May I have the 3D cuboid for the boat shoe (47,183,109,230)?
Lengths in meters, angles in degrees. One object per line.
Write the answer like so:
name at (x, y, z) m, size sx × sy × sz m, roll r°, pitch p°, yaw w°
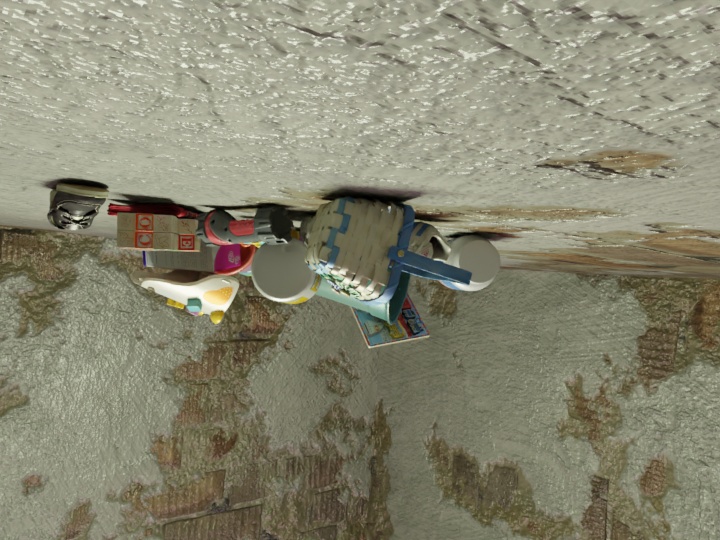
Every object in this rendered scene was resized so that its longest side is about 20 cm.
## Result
boat shoe at (-0.432, -0.093, 0.846) m, size 0.071 × 0.066 × 0.199 m, roll 7°, pitch 177°, yaw -39°

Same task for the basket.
basket at (0.032, -0.021, 0.751) m, size 0.198 × 0.141 × 0.176 m, roll 13°, pitch 178°, yaw -13°

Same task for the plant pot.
plant pot at (0.000, 0.000, 1.236) m, size 0.194 × 0.202 × 0.200 m, roll 12°, pitch -179°, yaw 14°

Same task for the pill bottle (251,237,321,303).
pill bottle at (-0.129, 0.004, 1.029) m, size 0.112 × 0.114 × 0.200 m, roll 4°, pitch 176°, yaw 1°

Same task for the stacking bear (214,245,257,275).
stacking bear at (-0.266, -0.036, 1.383) m, size 0.113 × 0.123 × 0.200 m, roll -2°, pitch 171°, yaw 16°

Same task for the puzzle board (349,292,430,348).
puzzle board at (0.056, 0.088, 1.292) m, size 0.149 × 0.018 × 0.201 m, roll -7°, pitch -136°, yaw -20°

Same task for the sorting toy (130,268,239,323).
sorting toy at (-0.388, 0.035, 1.188) m, size 0.179 × 0.108 × 0.199 m, roll 18°, pitch 176°, yaw -36°

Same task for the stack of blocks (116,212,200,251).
stack of blocks at (-0.354, -0.065, 1.001) m, size 0.114 × 0.059 × 0.200 m, roll 1°, pitch -179°, yaw -10°

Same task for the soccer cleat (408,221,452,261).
soccer cleat at (0.062, -0.044, 0.869) m, size 0.199 × 0.070 × 0.086 m, roll -4°, pitch -146°, yaw -38°

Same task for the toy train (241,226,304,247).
toy train at (-0.193, -0.080, 1.074) m, size 0.199 × 0.056 × 0.150 m, roll 0°, pitch 175°, yaw 38°

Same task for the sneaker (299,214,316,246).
sneaker at (-0.067, -0.061, 0.923) m, size 0.084 × 0.073 × 0.200 m, roll 24°, pitch 170°, yaw 3°

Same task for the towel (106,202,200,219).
towel at (-0.374, -0.108, 1.077) m, size 0.143 × 0.023 × 0.200 m, roll 2°, pitch -179°, yaw 4°

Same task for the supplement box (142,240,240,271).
supplement box at (-0.375, -0.059, 1.236) m, size 0.198 × 0.104 × 0.101 m, roll 3°, pitch -170°, yaw 25°

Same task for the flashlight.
flashlight at (-0.199, -0.078, 0.939) m, size 0.199 × 0.069 × 0.067 m, roll -3°, pitch 166°, yaw 43°

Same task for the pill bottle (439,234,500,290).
pill bottle at (0.217, -0.014, 1.138) m, size 0.111 × 0.113 × 0.200 m, roll 4°, pitch 180°, yaw -2°
